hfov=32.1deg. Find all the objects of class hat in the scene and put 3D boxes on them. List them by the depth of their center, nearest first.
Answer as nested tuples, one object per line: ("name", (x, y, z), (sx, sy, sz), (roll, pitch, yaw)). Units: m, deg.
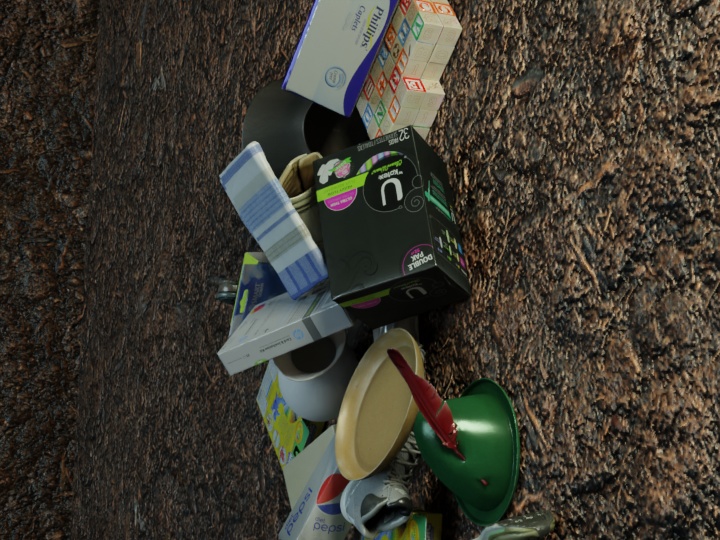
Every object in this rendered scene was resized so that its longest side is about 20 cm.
("hat", (0.074, 0.200, 1.471), (0.165, 0.175, 0.202), (-16, 71, 63))

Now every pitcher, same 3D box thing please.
("pitcher", (-0.043, 0.124, 1.793), (0.121, 0.171, 0.200), (43, 164, 20))

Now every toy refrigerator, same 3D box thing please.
("toy refrigerator", (-0.042, 0.292, 1.840), (0.200, 0.070, 0.076), (-48, 51, 54))

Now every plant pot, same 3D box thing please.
("plant pot", (0.028, 0.171, 1.577), (0.200, 0.027, 0.201), (-51, 26, 38))

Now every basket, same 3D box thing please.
("basket", (-0.083, -0.211, 1.933), (0.200, 0.135, 0.182), (8, 88, 61))

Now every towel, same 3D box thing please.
("towel", (-0.110, -0.064, 1.624), (0.201, 0.024, 0.147), (58, 154, 1))

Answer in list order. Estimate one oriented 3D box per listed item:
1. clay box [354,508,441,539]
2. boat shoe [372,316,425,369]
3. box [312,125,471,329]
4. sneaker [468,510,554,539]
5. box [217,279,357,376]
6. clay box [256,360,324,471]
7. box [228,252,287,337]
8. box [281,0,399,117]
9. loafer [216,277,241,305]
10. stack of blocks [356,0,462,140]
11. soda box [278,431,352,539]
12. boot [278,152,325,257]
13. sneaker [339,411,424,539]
("clay box", (0.051, 0.368, 1.632), (0.200, 0.047, 0.116), (-9, 76, 64))
("boat shoe", (0.055, 0.119, 1.661), (0.068, 0.072, 0.202), (16, 98, 49))
("box", (0.039, -0.052, 1.582), (0.148, 0.124, 0.201), (-18, 63, 20))
("sneaker", (0.169, 0.328, 1.396), (0.089, 0.076, 0.200), (69, 152, 20))
("box", (-0.079, 0.060, 1.678), (0.199, 0.156, 0.041), (-22, 105, 23))
("clay box", (-0.110, 0.232, 2.017), (0.200, 0.047, 0.115), (61, 140, 47))
("box", (-0.108, 0.035, 1.857), (0.048, 0.199, 0.123), (35, 118, 49))
("box", (-0.016, -0.337, 1.723), (0.200, 0.104, 0.185), (-75, 8, -66))
("loafer", (-0.135, 0.029, 1.926), (0.072, 0.199, 0.063), (-9, 74, 49))
("stack of blocks", (0.068, -0.264, 1.694), (0.116, 0.058, 0.201), (-111, 35, -42))
("soda box", (-0.031, 0.296, 1.693), (0.201, 0.063, 0.068), (-61, 20, -1))
("boot", (-0.044, -0.102, 1.716), (0.072, 0.200, 0.155), (23, 141, 29))
("sneaker", (0.056, 0.253, 1.569), (0.201, 0.075, 0.115), (-59, 21, 5))
